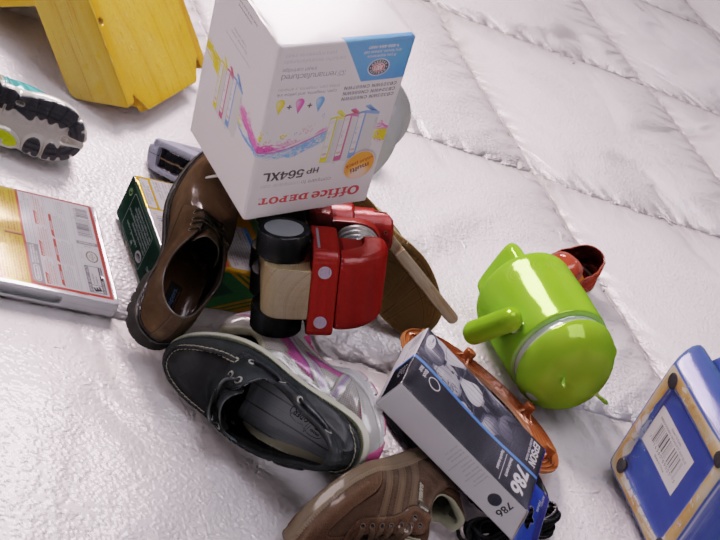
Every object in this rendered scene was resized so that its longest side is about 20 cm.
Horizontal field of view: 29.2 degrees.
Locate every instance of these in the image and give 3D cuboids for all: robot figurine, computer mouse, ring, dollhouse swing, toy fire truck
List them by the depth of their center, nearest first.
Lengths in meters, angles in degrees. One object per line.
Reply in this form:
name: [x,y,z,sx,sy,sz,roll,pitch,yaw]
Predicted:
toy fire truck: [0.000,0.000,1.245,0.197,0.130,0.177,3,26,-7]
computer mouse: [0.112,0.170,1.298,0.139,0.046,0.201,5,39,-39]
ring: [0.121,0.122,1.358,0.200,0.019,0.201,38,14,-11]
robot figurine: [0.197,0.063,1.479,0.174,0.116,0.201,19,30,-38]
dollhouse swing: [-0.314,-0.264,1.567,0.184,0.174,0.200,71,24,-15]

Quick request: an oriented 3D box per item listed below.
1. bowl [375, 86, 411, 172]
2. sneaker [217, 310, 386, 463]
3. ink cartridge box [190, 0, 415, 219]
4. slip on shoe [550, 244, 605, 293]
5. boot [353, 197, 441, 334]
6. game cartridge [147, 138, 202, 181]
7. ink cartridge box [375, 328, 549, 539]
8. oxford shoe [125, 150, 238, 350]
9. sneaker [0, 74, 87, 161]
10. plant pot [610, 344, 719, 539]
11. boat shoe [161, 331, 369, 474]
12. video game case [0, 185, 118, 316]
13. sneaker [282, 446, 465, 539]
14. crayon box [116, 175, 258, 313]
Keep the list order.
bowl: [-0.047,-0.149,1.528,0.199,0.201,0.091,21,57,-19]
sneaker: [-0.060,0.106,1.204,0.088,0.082,0.200,-6,38,-47]
ink cartridge box: [-0.055,-0.146,1.173,0.127,0.202,0.126,-10,47,-28]
slip on shoe: [0.234,0.007,1.662,0.074,0.062,0.199,46,32,21]
boot: [0.002,-0.029,1.460,0.200,0.073,0.155,50,-2,-25]
game cartridge: [-0.129,-0.094,1.396,0.131,0.042,0.200,9,8,-24]
ink cartridge box: [0.104,0.151,1.212,0.200,0.039,0.100,46,30,-9]
oxford shoe: [-0.138,-0.028,1.222,0.072,0.084,0.202,28,58,-24]
sneaker: [-0.362,-0.163,1.344,0.198,0.078,0.080,26,9,-22]
plant pot: [0.371,0.199,1.365,0.177,0.202,0.201,11,35,-23]
boat shoe: [-0.090,0.112,1.133,0.198,0.075,0.066,31,17,17]
video game case: [-0.316,-0.029,1.214,0.198,0.018,0.144,14,34,-31]
sneaker: [0.021,0.201,1.138,0.076,0.071,0.199,50,35,18]
crayon box: [-0.128,-0.017,1.348,0.198,0.052,0.126,11,35,-33]
